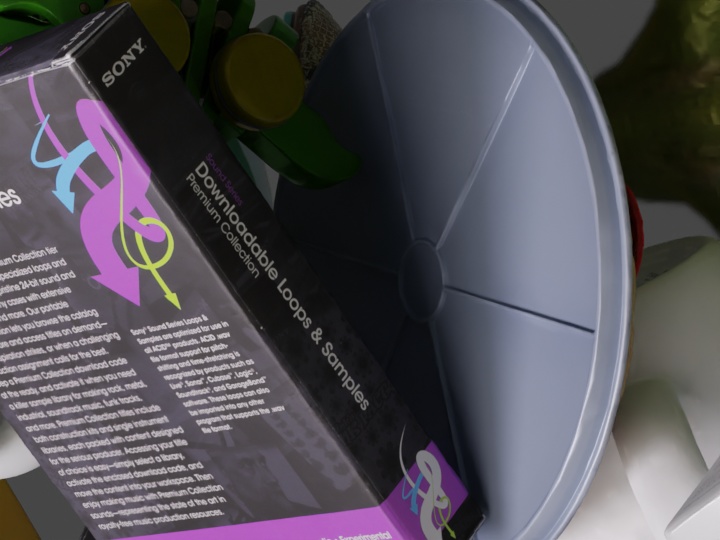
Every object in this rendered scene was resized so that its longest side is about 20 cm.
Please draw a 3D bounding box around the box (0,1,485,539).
[{"bbox_3d":[-0.068,0.018,0.920,0.143,0.036,0.200,-11,121,47],"label":"box"}]

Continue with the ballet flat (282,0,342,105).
[{"bbox_3d":[0.000,0.000,1.075,0.075,0.068,0.201,8,114,4],"label":"ballet flat"}]

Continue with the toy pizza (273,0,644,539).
[{"bbox_3d":[0.032,0.003,0.952,0.200,0.032,0.201,0,90,58],"label":"toy pizza"}]

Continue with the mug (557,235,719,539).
[{"bbox_3d":[0.112,0.088,0.975,0.147,0.200,0.176,-24,96,4],"label":"mug"}]

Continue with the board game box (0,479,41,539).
[{"bbox_3d":[-0.235,0.077,1.265,0.153,0.040,0.200,-21,103,36],"label":"board game box"}]

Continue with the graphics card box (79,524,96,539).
[{"bbox_3d":[-0.009,0.137,1.091,0.125,0.051,0.200,11,156,25],"label":"graphics card box"}]

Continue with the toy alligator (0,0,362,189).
[{"bbox_3d":[-0.084,-0.079,0.936,0.200,0.054,0.059,19,157,-26],"label":"toy alligator"}]

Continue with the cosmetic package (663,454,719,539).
[{"bbox_3d":[0.187,0.054,0.907,0.113,0.200,0.081,49,126,1],"label":"cosmetic package"}]

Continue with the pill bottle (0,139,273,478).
[{"bbox_3d":[-0.123,0.005,1.060,0.112,0.200,0.113,13,120,24],"label":"pill bottle"}]
